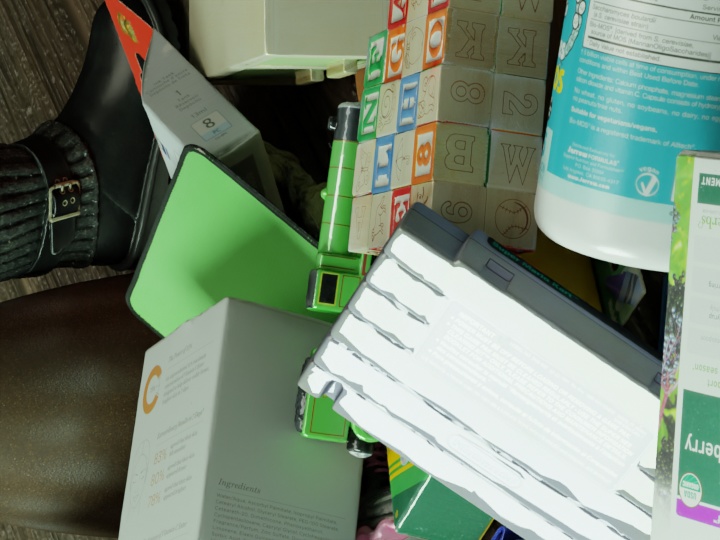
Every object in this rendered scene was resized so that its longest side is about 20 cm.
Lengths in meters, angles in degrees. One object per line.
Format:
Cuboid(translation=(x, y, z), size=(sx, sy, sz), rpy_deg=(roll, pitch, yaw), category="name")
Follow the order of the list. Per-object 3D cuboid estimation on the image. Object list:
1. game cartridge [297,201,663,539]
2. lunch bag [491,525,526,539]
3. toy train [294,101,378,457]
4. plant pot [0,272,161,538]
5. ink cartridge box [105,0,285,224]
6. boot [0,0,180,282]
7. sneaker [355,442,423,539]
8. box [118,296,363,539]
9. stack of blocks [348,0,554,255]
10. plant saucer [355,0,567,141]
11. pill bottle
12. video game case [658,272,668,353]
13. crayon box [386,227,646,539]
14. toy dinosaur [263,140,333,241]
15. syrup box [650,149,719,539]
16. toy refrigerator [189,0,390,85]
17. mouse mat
Cuboid(translation=(0.080, 0.064, 1.129), size=(0.200, 0.038, 0.130), rpy_deg=(34, 126, 1), category="game cartridge")
Cuboid(translation=(0.083, 0.225, 1.226), size=(0.200, 0.075, 0.161), rpy_deg=(-40, 57, 50), category="lunch bag")
Cuboid(translation=(0.000, 0.000, 1.259), size=(0.042, 0.056, 0.201), rpy_deg=(134, 144, -84), category="toy train")
Cuboid(translation=(-0.233, 0.097, 1.571), size=(0.187, 0.199, 0.188), rpy_deg=(4, 95, 56), category="plant pot")
Cuboid(translation=(-0.111, -0.067, 1.448), size=(0.200, 0.047, 0.160), rpy_deg=(44, 159, 41), category="ink cartridge box")
Cuboid(translation=(-0.206, -0.091, 1.561), size=(0.079, 0.157, 0.212), rpy_deg=(19, 107, 54), category="boot")
Cuboid(translation=(-0.002, 0.129, 1.357), size=(0.200, 0.079, 0.096), rpy_deg=(-21, 62, 53), category="sneaker")
Cuboid(translation=(-0.069, 0.134, 1.304), size=(0.124, 0.097, 0.201), rpy_deg=(-31, 48, 58), category="box")
Cuboid(translation=(0.048, -0.108, 1.184), size=(0.115, 0.058, 0.201), rpy_deg=(173, 103, -70), category="stack of blocks")
Cuboid(translation=(0.054, -0.122, 1.289), size=(0.200, 0.037, 0.201), rpy_deg=(3, 93, 56), category="plant saucer")
Cuboid(translation=(0.149, -0.107, 1.086), size=(0.111, 0.110, 0.201), rpy_deg=(26, 111, 52), category="pill bottle")
Cuboid(translation=(0.209, 0.084, 1.086), size=(0.200, 0.018, 0.144), rpy_deg=(13, 102, 55), category="video game case")
Cuboid(translation=(0.073, 0.033, 1.218), size=(0.126, 0.051, 0.200), rpy_deg=(-96, 28, -48), category="crayon box")
Cuboid(translation=(-0.009, -0.022, 1.377), size=(0.088, 0.047, 0.200), rpy_deg=(104, 145, -50), category="toy dinosaur")
Cuboid(translation=(0.188, 0.050, 1.029), size=(0.079, 0.081, 0.201), rpy_deg=(12, 99, 56), category="syrup box")
Cuboid(translation=(-0.043, -0.143, 1.345), size=(0.200, 0.076, 0.070), rpy_deg=(178, 91, -74), category="toy refrigerator")
Cuboid(translation=(-0.063, 0.022, 1.379), size=(0.161, 0.008, 0.200), rpy_deg=(39, 148, 6), category="mouse mat")
